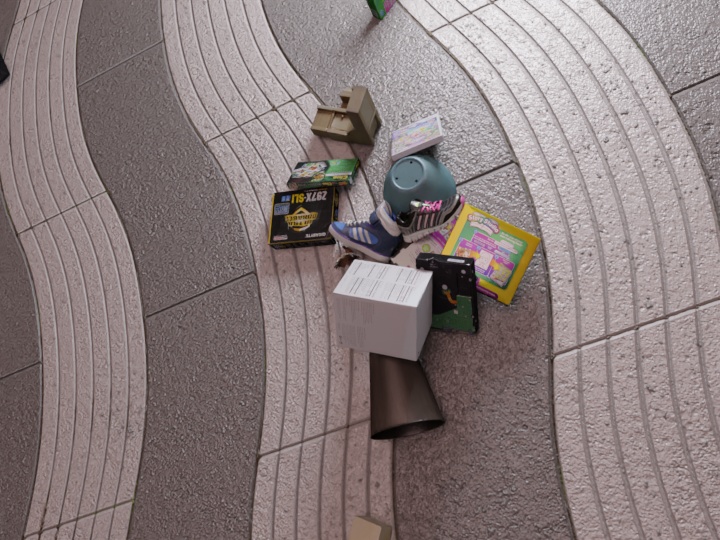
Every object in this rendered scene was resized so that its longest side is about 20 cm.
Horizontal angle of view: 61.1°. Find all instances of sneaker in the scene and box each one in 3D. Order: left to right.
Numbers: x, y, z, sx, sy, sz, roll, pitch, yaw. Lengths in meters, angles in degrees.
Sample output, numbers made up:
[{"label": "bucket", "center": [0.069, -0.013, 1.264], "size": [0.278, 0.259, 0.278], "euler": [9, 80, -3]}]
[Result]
[{"label": "sneaker", "center": [0.022, -0.127, 1.613], "size": [0.198, 0.080, 0.149], "euler": [29, 110, 18]}, {"label": "sneaker", "center": [0.163, -0.142, 1.499], "size": [0.198, 0.088, 0.074], "euler": [-27, 26, 39]}]

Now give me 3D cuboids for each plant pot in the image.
[{"label": "plant pot", "center": [0.141, -0.224, 1.596], "size": [0.196, 0.135, 0.204], "euler": [-7, 70, 19]}]

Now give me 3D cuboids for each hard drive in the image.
[{"label": "hard drive", "center": [0.208, 0.055, 1.450], "size": [0.137, 0.203, 0.038], "euler": [7, 35, 27]}]

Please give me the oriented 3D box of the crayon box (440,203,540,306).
[{"label": "crayon box", "center": [0.301, -0.038, 1.459], "size": [0.198, 0.058, 0.175], "euler": [27, 90, 10]}]

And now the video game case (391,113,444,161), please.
[{"label": "video game case", "center": [0.150, -0.360, 1.635], "size": [0.141, 0.018, 0.201], "euler": [-20, 26, 14]}]

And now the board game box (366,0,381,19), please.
[{"label": "board game box", "center": [0.088, -0.886, 1.830], "size": [0.040, 0.153, 0.201], "euler": [37, 88, 26]}]

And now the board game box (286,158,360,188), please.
[{"label": "board game box", "center": [-0.107, -0.279, 1.748], "size": [0.196, 0.024, 0.106], "euler": [1, 43, 22]}]

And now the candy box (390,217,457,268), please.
[{"label": "candy box", "center": [0.195, -0.034, 1.551], "size": [0.199, 0.061, 0.137], "euler": [-38, 66, 5]}]

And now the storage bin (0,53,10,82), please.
[{"label": "storage bin", "center": [-1.512, -0.843, 2.441], "size": [0.093, 0.135, 0.201], "euler": [-39, 63, 4]}]

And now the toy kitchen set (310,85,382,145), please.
[{"label": "toy kitchen set", "center": [-0.046, -0.483, 1.729], "size": [0.197, 0.181, 0.166], "euler": [14, 76, 20]}]

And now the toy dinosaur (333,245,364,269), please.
[{"label": "toy dinosaur", "center": [0.000, 0.000, 1.569], "size": [0.085, 0.199, 0.137], "euler": [-34, 102, -21]}]

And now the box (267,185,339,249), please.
[{"label": "box", "center": [-0.161, -0.150, 1.736], "size": [0.196, 0.049, 0.163], "euler": [-3, 70, 20]}]

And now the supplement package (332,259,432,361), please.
[{"label": "supplement package", "center": [0.056, 0.089, 1.422], "size": [0.196, 0.154, 0.151], "euler": [9, 34, 18]}]

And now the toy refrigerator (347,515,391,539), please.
[{"label": "toy refrigerator", "center": [0.004, 0.673, 1.385], "size": [0.075, 0.070, 0.204], "euler": [8, 75, 30]}]

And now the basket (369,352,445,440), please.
[{"label": "basket", "center": [0.093, 0.280, 1.450], "size": [0.177, 0.137, 0.203], "euler": [-11, 64, 2]}]
